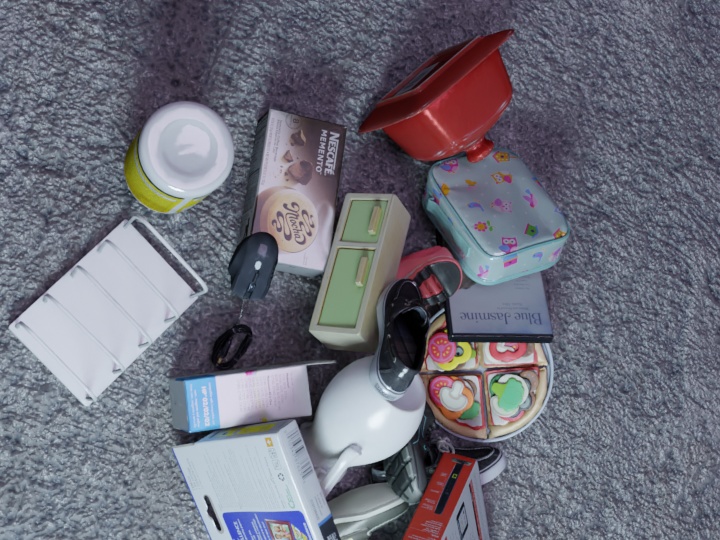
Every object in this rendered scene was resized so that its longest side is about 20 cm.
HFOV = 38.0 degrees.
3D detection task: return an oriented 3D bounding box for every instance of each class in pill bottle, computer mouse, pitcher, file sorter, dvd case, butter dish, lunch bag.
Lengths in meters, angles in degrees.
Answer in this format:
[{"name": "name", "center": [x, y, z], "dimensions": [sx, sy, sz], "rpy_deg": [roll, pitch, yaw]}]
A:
[{"name": "pill bottle", "center": [-0.230, -0.132, 1.287], "dimensions": [0.112, 0.200, 0.114], "rpy_deg": [2, 84, -21]}, {"name": "computer mouse", "center": [-0.150, 0.043, 1.341], "dimensions": [0.058, 0.034, 0.201], "rpy_deg": [11, 111, -18]}, {"name": "pitcher", "center": [-0.011, 0.209, 1.307], "dimensions": [0.121, 0.200, 0.172], "rpy_deg": [33, 39, -13]}, {"name": "file sorter", "center": [-0.306, 0.047, 1.282], "dimensions": [0.139, 0.124, 0.200], "rpy_deg": [47, 72, -10]}, {"name": "dvd case", "center": [0.182, 0.015, 1.447], "dimensions": [0.141, 0.018, 0.201], "rpy_deg": [1, 51, -5]}, {"name": "butter dish", "center": [0.130, -0.215, 1.438], "dimensions": [0.200, 0.199, 0.148], "rpy_deg": [-43, 107, -19]}, {"name": "lunch bag", "center": [0.181, -0.079, 1.463], "dimensions": [0.159, 0.077, 0.201], "rpy_deg": [-19, 55, -19]}]

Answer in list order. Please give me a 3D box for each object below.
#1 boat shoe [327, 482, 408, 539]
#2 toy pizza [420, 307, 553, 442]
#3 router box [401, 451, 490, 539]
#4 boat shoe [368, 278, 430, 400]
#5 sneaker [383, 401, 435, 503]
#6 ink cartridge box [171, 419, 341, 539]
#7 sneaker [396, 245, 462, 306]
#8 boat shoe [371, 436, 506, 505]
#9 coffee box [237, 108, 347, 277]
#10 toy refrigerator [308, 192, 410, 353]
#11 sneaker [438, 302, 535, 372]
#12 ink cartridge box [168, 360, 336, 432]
[{"name": "boat shoe", "center": [-0.026, 0.338, 1.375], "dimensions": [0.200, 0.072, 0.061], "rpy_deg": [-20, 106, -3]}, {"name": "toy pizza", "center": [0.165, 0.137, 1.442], "dimensions": [0.198, 0.032, 0.202], "rpy_deg": [0, 90, 17]}, {"name": "router box", "center": [0.109, 0.369, 1.355], "dimensions": [0.180, 0.048, 0.201], "rpy_deg": [-57, 146, -40]}, {"name": "boat shoe", "center": [0.056, 0.069, 1.279], "dimensions": [0.070, 0.066, 0.201], "rpy_deg": [35, 36, -12]}, {"name": "sneaker", "center": [0.069, 0.215, 1.393], "dimensions": [0.079, 0.076, 0.201], "rpy_deg": [7, 47, -24]}, {"name": "ink cartridge box", "center": [-0.124, 0.289, 1.293], "dimensions": [0.047, 0.199, 0.199], "rpy_deg": [-30, 103, -45]}, {"name": "sneaker", "center": [0.047, 0.031, 1.437], "dimensions": [0.199, 0.087, 0.074], "rpy_deg": [-28, 116, 10]}, {"name": "boat shoe", "center": [0.108, 0.266, 1.444], "dimensions": [0.198, 0.074, 0.069], "rpy_deg": [-12, 103, -12]}, {"name": "coffee box", "center": [-0.092, -0.102, 1.400], "dimensions": [0.112, 0.080, 0.202], "rpy_deg": [11, 81, -17]}, {"name": "toy refrigerator", "center": [0.000, 0.000, 1.369], "dimensions": [0.070, 0.075, 0.201], "rpy_deg": [49, 51, -54]}, {"name": "sneaker", "center": [0.178, 0.071, 1.495], "dimensions": [0.075, 0.081, 0.201], "rpy_deg": [-39, 81, 15]}, {"name": "ink cartridge box", "center": [-0.136, 0.158, 1.339], "dimensions": [0.198, 0.115, 0.068], "rpy_deg": [-6, 88, -20]}]
